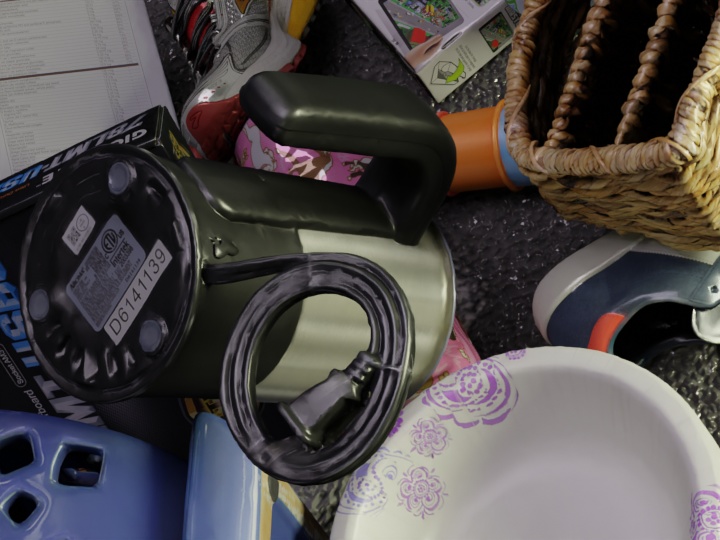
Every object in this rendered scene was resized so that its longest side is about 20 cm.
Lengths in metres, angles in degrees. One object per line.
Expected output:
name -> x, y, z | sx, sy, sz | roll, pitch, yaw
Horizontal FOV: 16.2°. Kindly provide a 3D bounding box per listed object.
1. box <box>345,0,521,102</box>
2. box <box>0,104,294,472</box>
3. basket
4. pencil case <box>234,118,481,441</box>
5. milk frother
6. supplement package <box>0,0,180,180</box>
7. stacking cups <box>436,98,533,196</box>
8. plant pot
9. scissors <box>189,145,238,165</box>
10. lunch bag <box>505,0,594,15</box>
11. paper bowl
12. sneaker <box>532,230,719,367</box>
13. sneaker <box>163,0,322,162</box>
box -> 0.030, -0.198, 1.482 | 0.110, 0.035, 0.200 | -39, 52, 1
box -> -0.144, 0.040, 1.329 | 0.198, 0.201, 0.050 | -24, 27, 10
basket -> 0.140, -0.129, 1.212 | 0.142, 0.149, 0.201 | 15, 79, 26
pencil case -> 0.000, 0.000, 1.329 | 0.087, 0.082, 0.201 | -44, 57, 47
milk frother -> -0.021, 0.027, 1.167 | 0.180, 0.188, 0.201 | -39, 62, 32
supplement package -> -0.165, -0.068, 1.433 | 0.113, 0.110, 0.201 | -7, 53, -14
stacking cups -> 0.098, -0.073, 1.357 | 0.199, 0.061, 0.061 | -5, 60, 23
plant pot -> -0.111, 0.187, 1.231 | 0.179, 0.200, 0.201 | -7, 59, 14
scissors -> -0.071, -0.089, 1.474 | 0.014, 0.073, 0.200 | -33, 27, 22
lunch bag -> 0.163, -0.214, 1.377 | 0.199, 0.076, 0.161 | -1, 52, 12
paper bowl -> 0.092, 0.146, 1.205 | 0.200, 0.104, 0.202 | -12, 58, 20
sneaker -> 0.186, -0.006, 1.273 | 0.200, 0.075, 0.085 | -40, 55, 9
sneaker -> -0.079, -0.127, 1.416 | 0.078, 0.082, 0.200 | -53, 13, 26
